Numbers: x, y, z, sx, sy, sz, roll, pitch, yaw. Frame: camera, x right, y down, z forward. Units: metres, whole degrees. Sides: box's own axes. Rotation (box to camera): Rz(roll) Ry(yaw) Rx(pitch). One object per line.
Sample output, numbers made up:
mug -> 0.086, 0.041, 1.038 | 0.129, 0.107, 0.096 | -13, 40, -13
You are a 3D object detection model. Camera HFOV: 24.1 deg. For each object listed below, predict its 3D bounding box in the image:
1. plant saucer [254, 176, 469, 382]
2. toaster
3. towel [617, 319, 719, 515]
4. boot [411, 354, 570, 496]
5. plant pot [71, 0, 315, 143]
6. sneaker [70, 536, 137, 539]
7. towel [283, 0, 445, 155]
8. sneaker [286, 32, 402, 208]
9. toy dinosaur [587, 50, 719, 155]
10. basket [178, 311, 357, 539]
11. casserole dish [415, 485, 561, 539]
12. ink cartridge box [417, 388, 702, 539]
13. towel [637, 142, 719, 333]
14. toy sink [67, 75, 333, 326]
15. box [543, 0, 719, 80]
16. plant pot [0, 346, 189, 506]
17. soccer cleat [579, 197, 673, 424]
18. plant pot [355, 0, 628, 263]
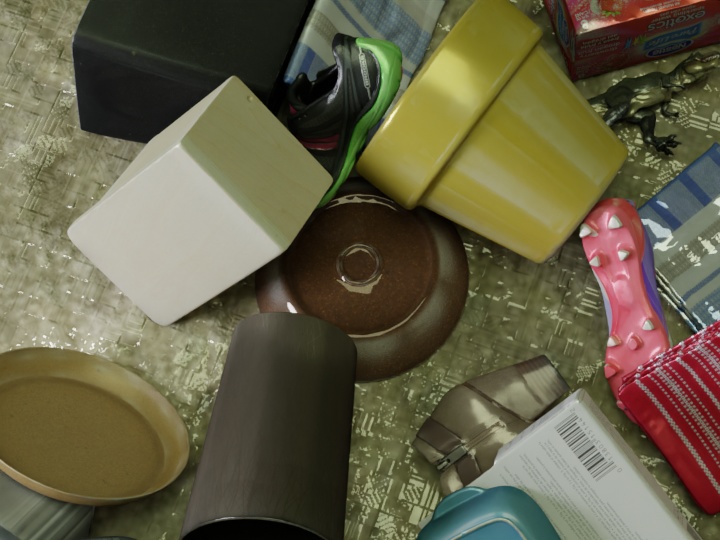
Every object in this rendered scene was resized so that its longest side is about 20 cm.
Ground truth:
plant saucer -> 0.000, 0.000, 1.536 | 0.198, 0.037, 0.203 | -1, 69, 4
toaster -> -0.309, 0.212, 1.408 | 0.198, 0.115, 0.129 | 24, 31, 14
towel -> 0.327, 0.107, 1.398 | 0.199, 0.022, 0.145 | -34, 93, 31
boot -> 0.145, 0.176, 1.448 | 0.146, 0.070, 0.201 | -37, 74, -2
plant pot -> -0.144, -0.221, 1.555 | 0.176, 0.200, 0.201 | 20, 70, 1
sneaker -> -0.200, 0.292, 1.350 | 0.076, 0.202, 0.148 | -9, 70, 25
towel -> 0.010, -0.223, 1.574 | 0.024, 0.147, 0.202 | 6, 66, 43
sneaker -> -0.033, -0.133, 1.501 | 0.083, 0.201, 0.077 | 23, 35, -12
toy dinosaur -> 0.248, -0.147, 1.575 | 0.198, 0.048, 0.089 | -14, 54, -2
basket -> -0.070, 0.149, 1.422 | 0.135, 0.180, 0.202 | 17, 60, -15
casserole dish -> 0.123, 0.272, 1.373 | 0.120, 0.039, 0.201 | -30, 93, 14
ink cartridge box -> 0.175, 0.230, 1.397 | 0.176, 0.045, 0.201 | -38, 90, 15
towel -> 0.339, -0.006, 1.516 | 0.146, 0.024, 0.200 | -38, 71, -12
toy sink -> -0.143, -0.059, 1.494 | 0.130, 0.199, 0.112 | 45, 47, -13
box -> 0.279, -0.264, 1.590 | 0.198, 0.096, 0.101 | -15, 68, -3
plant pot -> -0.244, 0.137, 1.443 | 0.198, 0.028, 0.201 | 19, 27, -10
soccer cleat -> 0.242, 0.034, 1.477 | 0.066, 0.076, 0.202 | -12, 96, 33
plant pot -> 0.126, -0.113, 1.500 | 0.188, 0.201, 0.201 | 38, 74, 0
